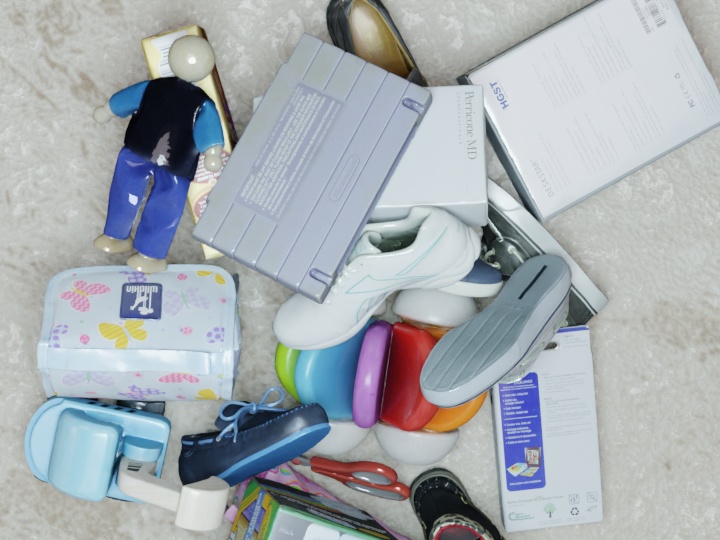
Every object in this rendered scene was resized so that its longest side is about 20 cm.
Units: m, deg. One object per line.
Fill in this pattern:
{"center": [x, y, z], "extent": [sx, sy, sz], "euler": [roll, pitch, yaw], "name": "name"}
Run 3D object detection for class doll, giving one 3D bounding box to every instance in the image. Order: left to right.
{"center": [-0.172, -0.105, 1.182], "extent": [0.136, 0.048, 0.200], "euler": [29, 109, 23], "name": "doll"}

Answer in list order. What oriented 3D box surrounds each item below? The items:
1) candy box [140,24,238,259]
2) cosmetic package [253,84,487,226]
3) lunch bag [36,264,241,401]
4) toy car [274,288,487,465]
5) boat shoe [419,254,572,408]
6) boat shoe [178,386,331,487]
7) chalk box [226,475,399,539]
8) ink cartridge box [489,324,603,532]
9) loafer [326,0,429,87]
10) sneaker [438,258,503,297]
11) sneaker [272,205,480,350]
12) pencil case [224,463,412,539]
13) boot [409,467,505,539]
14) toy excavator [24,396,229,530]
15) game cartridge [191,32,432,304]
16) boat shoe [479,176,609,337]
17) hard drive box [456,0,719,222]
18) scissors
{"center": [-0.141, -0.117, 1.263], "extent": [0.056, 0.117, 0.200], "euler": [-17, 97, 0], "name": "candy box"}
{"center": [0.012, -0.095, 1.219], "extent": [0.200, 0.081, 0.113], "euler": [-5, 77, 6], "name": "cosmetic package"}
{"center": [-0.189, 0.056, 1.240], "extent": [0.169, 0.200, 0.127], "euler": [1, 97, -2], "name": "lunch bag"}
{"center": [0.021, 0.094, 1.280], "extent": [0.200, 0.150, 0.175], "euler": [8, 97, -4], "name": "toy car"}
{"center": [0.131, 0.068, 1.227], "extent": [0.200, 0.073, 0.067], "euler": [-40, 128, -31], "name": "boat shoe"}
{"center": [-0.110, 0.149, 1.254], "extent": [0.200, 0.084, 0.069], "euler": [-28, 72, 38], "name": "boat shoe"}
{"center": [-0.044, 0.264, 1.181], "extent": [0.125, 0.200, 0.124], "euler": [20, 87, -12], "name": "chalk box"}
{"center": [0.178, 0.149, 1.346], "extent": [0.099, 0.039, 0.200], "euler": [-5, 102, -1], "name": "ink cartridge box"}
{"center": [0.027, -0.167, 1.287], "extent": [0.073, 0.072, 0.200], "euler": [-31, 98, 0], "name": "loafer"}
{"center": [0.050, -0.048, 1.283], "extent": [0.200, 0.075, 0.085], "euler": [27, 107, 6], "name": "sneaker"}
{"center": [0.000, 0.000, 1.201], "extent": [0.200, 0.071, 0.080], "euler": [-30, 142, 17], "name": "sneaker"}
{"center": [-0.032, 0.254, 1.329], "extent": [0.200, 0.087, 0.088], "euler": [33, 94, -9], "name": "pencil case"}
{"center": [0.116, 0.291, 1.307], "extent": [0.073, 0.154, 0.204], "euler": [-33, 97, 2], "name": "boot"}
{"center": [-0.212, 0.176, 1.252], "extent": [0.194, 0.200, 0.100], "euler": [13, 97, -3], "name": "toy excavator"}
{"center": [-0.041, -0.088, 1.167], "extent": [0.130, 0.038, 0.200], "euler": [26, 81, 15], "name": "game cartridge"}
{"center": [0.147, -0.018, 1.313], "extent": [0.064, 0.071, 0.200], "euler": [-44, 99, 2], "name": "boat shoe"}
{"center": [0.214, -0.161, 1.295], "extent": [0.200, 0.077, 0.156], "euler": [-28, 97, 0], "name": "hard drive box"}
{"center": [-0.050, 0.189, 1.351], "extent": [0.200, 0.073, 0.014], "euler": [9, 64, 16], "name": "scissors"}
